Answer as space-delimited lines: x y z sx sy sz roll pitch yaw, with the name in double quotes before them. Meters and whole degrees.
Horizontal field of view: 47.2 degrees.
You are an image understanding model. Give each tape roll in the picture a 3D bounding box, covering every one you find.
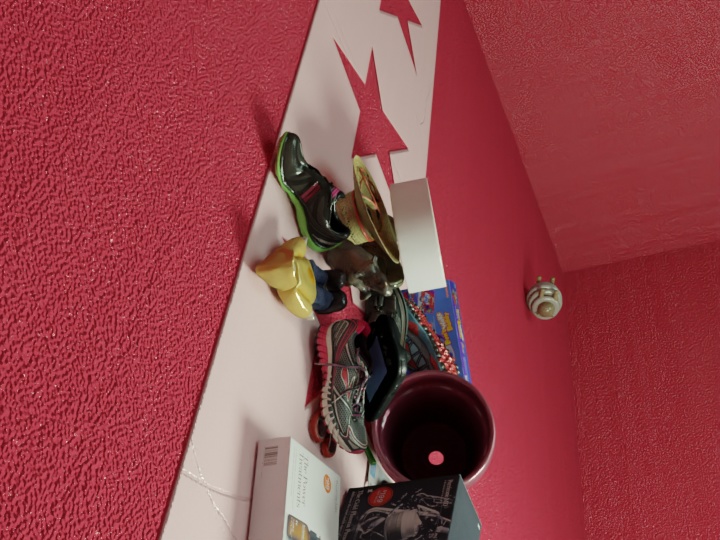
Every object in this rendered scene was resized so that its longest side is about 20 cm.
"tape roll" 0.104 -0.062 1.483 0.202 0.071 0.203 -11 90 -84

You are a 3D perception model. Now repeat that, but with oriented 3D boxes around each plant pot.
"plant pot" 0.123 0.291 1.386 0.179 0.199 0.201 80 8 -62

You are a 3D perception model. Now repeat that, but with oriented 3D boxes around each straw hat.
"straw hat" -0.009 -0.089 1.399 0.201 0.085 0.202 -21 90 -79

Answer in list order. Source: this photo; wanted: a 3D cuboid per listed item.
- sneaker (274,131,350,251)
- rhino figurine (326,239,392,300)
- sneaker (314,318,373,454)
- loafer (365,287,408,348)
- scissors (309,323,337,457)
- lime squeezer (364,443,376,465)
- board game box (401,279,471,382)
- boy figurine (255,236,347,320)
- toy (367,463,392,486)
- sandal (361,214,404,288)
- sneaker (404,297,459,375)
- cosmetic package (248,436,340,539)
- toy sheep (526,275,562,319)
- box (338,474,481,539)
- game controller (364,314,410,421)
"sneaker" -0.069 -0.126 1.265 0.077 0.084 0.200 -70 142 -56
"rhino figurine" 0.000 0.000 1.293 0.088 0.060 0.200 56 -9 -21
"sneaker" -0.016 0.168 1.212 0.081 0.074 0.201 23 56 -63
"loafer" 0.043 0.106 1.445 0.063 0.072 0.201 18 63 -59
"scissors" -0.050 0.181 1.241 0.073 0.014 0.200 52 31 -44
"lime squeezer" -0.002 0.199 1.269 0.038 0.070 0.201 14 67 -47
"board game box" 0.124 0.130 1.541 0.045 0.134 0.201 23 57 -66
"boy figurine" -0.085 0.006 1.181 0.200 0.064 0.125 36 48 -64
"toy" 0.069 0.405 1.361 0.115 0.047 0.200 -82 152 -46
"sandal" 0.035 -0.041 1.484 0.201 0.079 0.057 -94 -178 -45
"sneaker" 0.104 0.152 1.486 0.079 0.095 0.200 22 33 -56
"cosmetic package" -0.080 0.329 1.024 0.151 0.052 0.201 55 30 -50
"toy sheep" 0.649 0.098 2.914 0.200 0.137 0.138 -74 145 -60
"box" 0.058 0.397 1.145 0.200 0.182 0.104 -65 137 -57
"game controller" 0.027 0.152 1.265 0.105 0.042 0.200 65 -27 27
